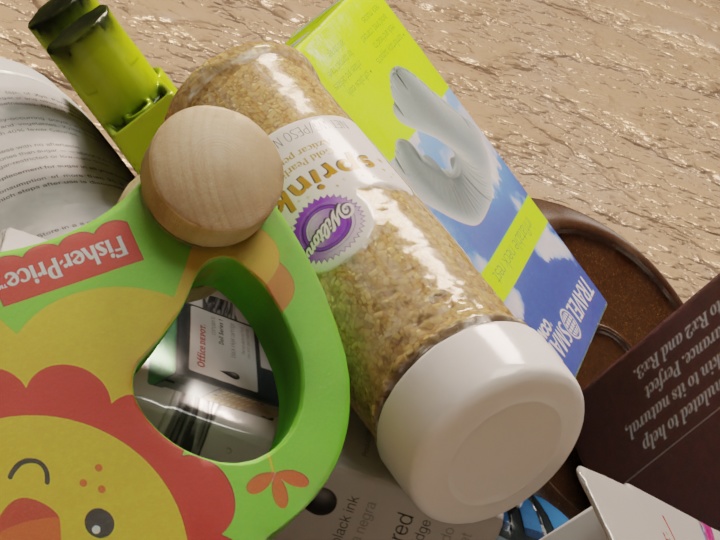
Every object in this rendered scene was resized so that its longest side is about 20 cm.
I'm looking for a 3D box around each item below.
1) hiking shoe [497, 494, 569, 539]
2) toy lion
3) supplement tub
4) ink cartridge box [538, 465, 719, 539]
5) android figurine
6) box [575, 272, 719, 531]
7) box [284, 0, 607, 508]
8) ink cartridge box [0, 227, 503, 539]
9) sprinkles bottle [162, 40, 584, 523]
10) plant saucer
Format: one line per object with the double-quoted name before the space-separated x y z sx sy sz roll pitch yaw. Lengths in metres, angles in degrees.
"hiking shoe" 0.034 0.108 1.052 0.200 0.074 0.087 46 19 -3
"toy lion" -0.088 0.065 0.810 0.199 0.069 0.193 -20 76 -26
"supplement tub" -0.139 0.009 1.071 0.131 0.133 0.200 6 27 -32
"ink cartridge box" 0.114 0.151 0.916 0.200 0.068 0.116 31 31 -56
"android figurine" -0.064 -0.031 1.077 0.200 0.041 0.182 52 -3 -19
"box" 0.230 0.090 1.099 0.199 0.166 0.165 6 53 -40
"box" 0.032 -0.014 1.051 0.200 0.048 0.122 52 24 -8
"ink cartridge box" -0.064 0.090 0.929 0.199 0.147 0.085 18 30 -7
"sprinkles bottle" 0.000 0.000 0.901 0.068 0.069 0.200 3 35 -38
"plant saucer" 0.103 0.055 1.162 0.199 0.032 0.202 21 57 -36
